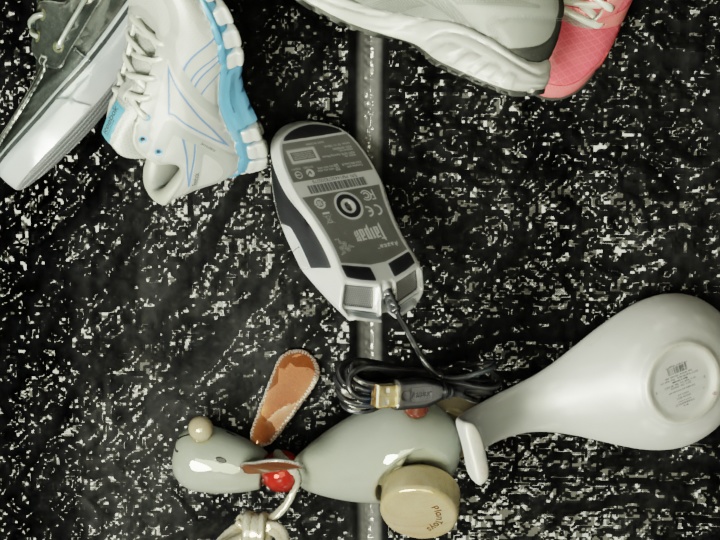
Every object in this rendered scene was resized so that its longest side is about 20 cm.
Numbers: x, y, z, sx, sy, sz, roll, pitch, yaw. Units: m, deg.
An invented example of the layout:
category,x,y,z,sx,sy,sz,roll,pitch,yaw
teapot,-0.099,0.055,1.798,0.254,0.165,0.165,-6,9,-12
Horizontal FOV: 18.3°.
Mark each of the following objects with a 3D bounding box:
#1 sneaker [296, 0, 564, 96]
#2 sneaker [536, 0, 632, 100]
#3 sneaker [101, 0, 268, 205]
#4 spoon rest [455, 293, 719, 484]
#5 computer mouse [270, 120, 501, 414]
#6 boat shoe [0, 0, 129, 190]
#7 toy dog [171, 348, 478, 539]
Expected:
category,x,y,z,sx,sy,sz,roll,pitch,yaw
sneaker,0.027,-0.169,1.305,0.199,0.074,0.080,22,101,9
sneaker,0.139,-0.190,1.296,0.073,0.087,0.201,22,107,-5
sneaker,-0.113,-0.108,1.283,0.086,0.075,0.200,-32,140,-14
spoon rest,0.147,0.077,1.384,0.199,0.061,0.100,-17,103,-17
computer mouse,0.000,0.000,1.342,0.044,0.109,0.201,-51,58,48
boat shoe,-0.164,-0.142,1.336,0.071,0.072,0.200,37,93,-1
toy dog,-0.020,0.103,1.379,0.199,0.132,0.097,-13,129,-4
